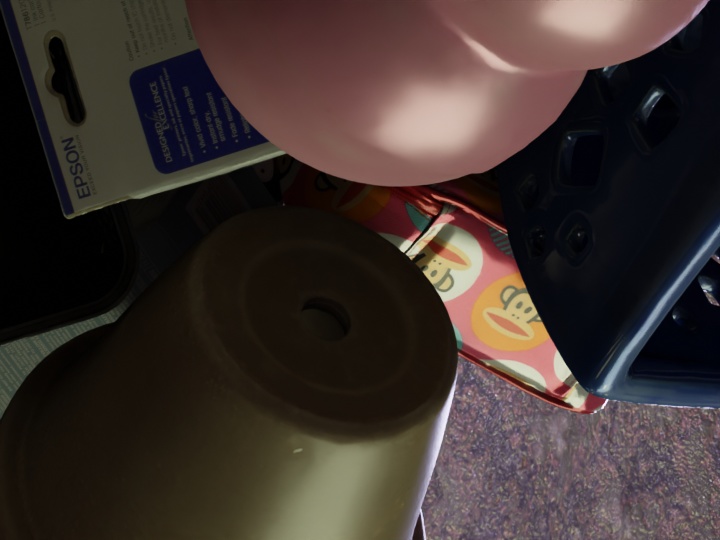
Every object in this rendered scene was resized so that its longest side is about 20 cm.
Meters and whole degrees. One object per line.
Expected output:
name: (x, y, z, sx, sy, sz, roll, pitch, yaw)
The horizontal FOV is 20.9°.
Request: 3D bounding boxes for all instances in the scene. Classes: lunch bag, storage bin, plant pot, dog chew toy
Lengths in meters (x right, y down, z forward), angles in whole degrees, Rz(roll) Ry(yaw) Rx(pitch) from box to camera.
lunch bag: (0.050, -0.038, 0.919, 0.082, 0.199, 0.177, -48, -150, 25)
storage bin: (-0.203, -0.023, 0.786, 0.199, 0.136, 0.094, -17, -178, -17)
plant pot: (-0.044, 0.068, 0.805, 0.199, 0.201, 0.175, -18, 151, -38)
plant pot: (0.164, -0.074, 0.816, 0.199, 0.180, 0.201, 6, 128, -41)
dog chew toy: (0.043, -0.102, 0.516, 0.199, 0.125, 0.124, -26, 175, 42)

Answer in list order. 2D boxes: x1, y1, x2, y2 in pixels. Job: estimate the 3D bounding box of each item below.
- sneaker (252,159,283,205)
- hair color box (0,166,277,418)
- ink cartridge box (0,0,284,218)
sneaker: (-0.049, -0.083, 1.046, 0.198, 0.131, 0.079, -18, -176, -34)
hair color box: (-0.143, 0.011, 0.978, 0.199, 0.061, 0.099, -24, -159, 29)
ink cartridge box: (-0.027, -0.093, 0.692, 0.199, 0.100, 0.039, -15, -177, 18)
